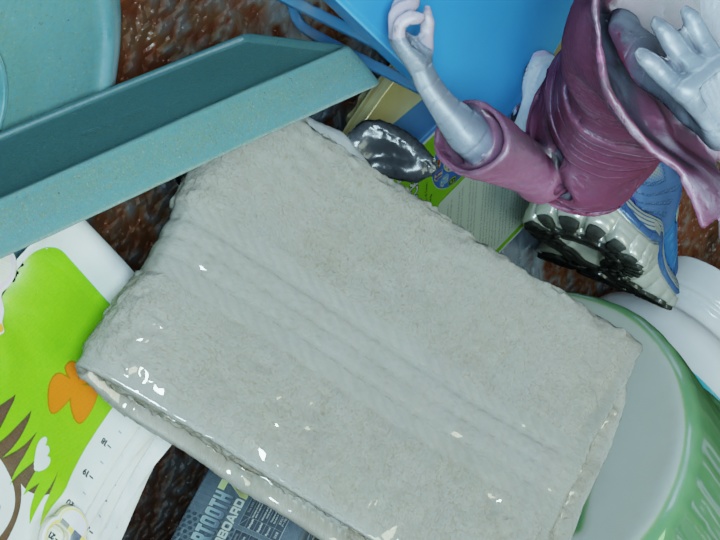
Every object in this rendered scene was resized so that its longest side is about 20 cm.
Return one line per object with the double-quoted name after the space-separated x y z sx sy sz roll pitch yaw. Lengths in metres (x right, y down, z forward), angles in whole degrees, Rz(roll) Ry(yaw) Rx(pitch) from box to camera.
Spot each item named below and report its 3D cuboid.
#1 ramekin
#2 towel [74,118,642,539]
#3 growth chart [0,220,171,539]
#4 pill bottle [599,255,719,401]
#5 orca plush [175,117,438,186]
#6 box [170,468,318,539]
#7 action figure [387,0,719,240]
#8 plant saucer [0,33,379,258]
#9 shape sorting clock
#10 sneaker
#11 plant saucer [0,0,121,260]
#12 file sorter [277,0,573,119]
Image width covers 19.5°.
0.086 0.107 0.993 0.200 0.199 0.098 -51 140 -14 "ramekin"
0.006 0.035 0.785 0.133 0.199 0.034 -62 -166 -25 "towel"
-0.121 0.080 0.742 0.145 0.018 0.202 40 65 -48 "growth chart"
0.137 0.090 1.122 0.200 0.110 0.111 -50 146 -15 "pill bottle"
0.000 0.000 0.849 0.199 0.071 0.106 26 78 -15 "orca plush"
-0.053 0.140 0.866 0.158 0.051 0.201 104 10 -49 "box"
0.097 -0.062 0.693 0.134 0.149 0.200 -35 172 -20 "action figure"
-0.084 -0.044 0.711 0.199 0.070 0.019 -29 119 -40 "plant saucer"
0.033 -0.042 0.944 0.200 0.039 0.201 -45 154 -30 "shape sorting clock"
0.131 -0.038 1.020 0.200 0.078 0.090 47 66 -78 "sneaker"
-0.149 -0.055 0.697 0.199 0.027 0.202 -33 138 -35 "plant saucer"
0.001 -0.160 0.733 0.140 0.122 0.200 -58 147 -3 "file sorter"
